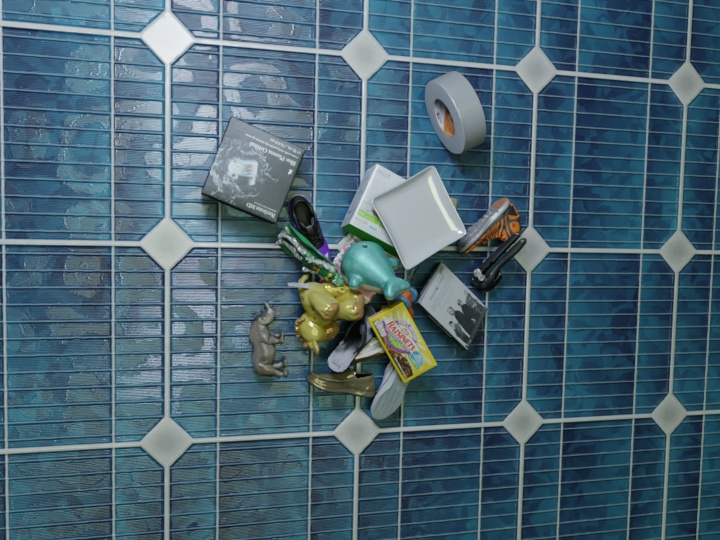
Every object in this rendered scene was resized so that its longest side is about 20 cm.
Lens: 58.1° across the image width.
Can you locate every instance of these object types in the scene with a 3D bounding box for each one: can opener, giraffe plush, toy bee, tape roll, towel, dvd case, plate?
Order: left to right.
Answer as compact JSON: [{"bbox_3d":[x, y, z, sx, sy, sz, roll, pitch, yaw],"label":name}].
[{"bbox_3d":[-0.099,0.118,1.634,0.199,0.173,0.163,12,114,-5],"label":"giraffe plush"},{"bbox_3d":[0.000,0.000,1.722,0.146,0.030,0.200,38,84,-14],"label":"towel"},{"bbox_3d":[0.097,0.057,1.714,0.108,0.131,0.201,20,109,23],"label":"toy bee"},{"bbox_3d":[0.146,-0.134,1.642,0.199,0.032,0.201,-31,99,-17],"label":"plate"},{"bbox_3d":[0.249,0.096,1.756,0.200,0.025,0.151,43,58,-16],"label":"dvd case"},{"bbox_3d":[0.242,-0.403,1.667,0.066,0.200,0.201,-25,99,-9],"label":"tape roll"},{"bbox_3d":[0.374,-0.026,1.772,0.078,0.063,0.200,5,126,-52],"label":"can opener"}]

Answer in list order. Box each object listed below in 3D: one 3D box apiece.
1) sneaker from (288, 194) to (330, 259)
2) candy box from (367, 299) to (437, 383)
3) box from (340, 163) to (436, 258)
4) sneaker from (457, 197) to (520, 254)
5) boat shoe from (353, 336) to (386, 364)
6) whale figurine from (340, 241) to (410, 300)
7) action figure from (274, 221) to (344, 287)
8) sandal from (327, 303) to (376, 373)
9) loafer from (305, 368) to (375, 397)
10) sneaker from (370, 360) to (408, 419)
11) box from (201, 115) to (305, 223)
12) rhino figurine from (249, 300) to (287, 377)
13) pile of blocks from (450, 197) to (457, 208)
[{"bbox_3d":[-0.130,-0.096,1.645,0.069,0.099,0.201,-25,99,-9],"label":"sneaker"},{"bbox_3d":[0.108,0.183,1.666,0.102,0.026,0.201,-30,105,0],"label":"candy box"},{"bbox_3d":[0.079,-0.149,1.686,0.199,0.097,0.177,26,79,-15],"label":"box"},{"bbox_3d":[0.365,-0.094,1.782,0.200,0.078,0.112,-43,111,1],"label":"sneaker"},{"bbox_3d":[0.018,0.200,1.725,0.199,0.071,0.070,-14,77,-18],"label":"boat shoe"},{"bbox_3d":[0.036,-0.003,1.616,0.159,0.200,0.104,-25,130,-29],"label":"whale figurine"},{"bbox_3d":[-0.122,-0.026,1.620,0.200,0.118,0.055,36,61,3],"label":"action figure"},{"bbox_3d":[-0.014,0.175,1.667,0.076,0.043,0.201,25,69,11],"label":"sandal"},{"bbox_3d":[-0.049,0.286,1.710,0.199,0.076,0.068,14,90,-24],"label":"loafer"},{"bbox_3d":[0.087,0.306,1.745,0.073,0.071,0.201,28,97,-20],"label":"sneaker"},{"bbox_3d":[-0.265,-0.242,1.596,0.196,0.117,0.201,22,90,-14],"label":"box"},{"bbox_3d":[-0.239,0.177,1.659,0.087,0.060,0.201,-6,92,-3],"label":"rhino figurine"},{"bbox_3d":[0.210,-0.112,1.749,0.082,0.062,0.201,31,87,-14],"label":"pile of blocks"}]
